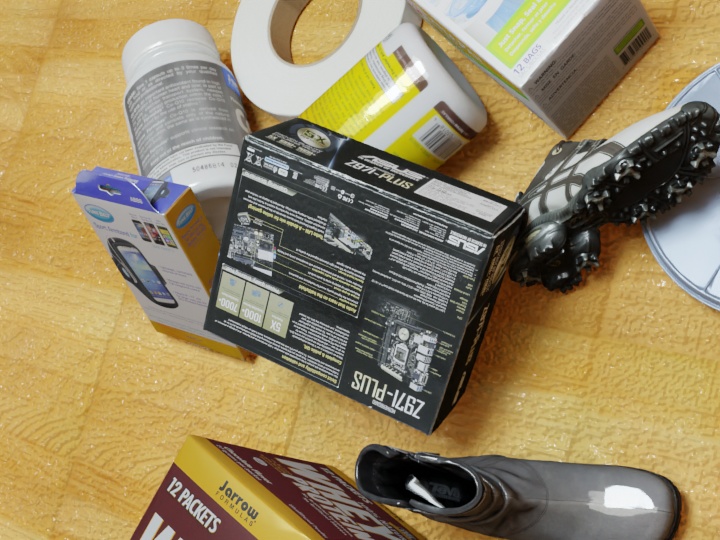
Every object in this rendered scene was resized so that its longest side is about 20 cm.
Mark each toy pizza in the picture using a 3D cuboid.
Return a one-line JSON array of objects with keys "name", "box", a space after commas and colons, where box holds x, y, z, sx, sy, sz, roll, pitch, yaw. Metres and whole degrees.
[{"name": "toy pizza", "box": [0.291, -0.062, 0.698, 0.199, 0.032, 0.202, -10, 71, 30]}]

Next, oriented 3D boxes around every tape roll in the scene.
[{"name": "tape roll", "box": [-0.034, -0.234, 0.957, 0.201, 0.037, 0.205, -11, 69, 30]}]

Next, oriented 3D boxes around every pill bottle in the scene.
[{"name": "pill bottle", "box": [-0.160, -0.130, 0.957, 0.113, 0.114, 0.201, -30, 61, 21]}, {"name": "pill bottle", "box": [0.000, -0.103, 0.848, 0.200, 0.109, 0.110, -39, 58, 16]}]

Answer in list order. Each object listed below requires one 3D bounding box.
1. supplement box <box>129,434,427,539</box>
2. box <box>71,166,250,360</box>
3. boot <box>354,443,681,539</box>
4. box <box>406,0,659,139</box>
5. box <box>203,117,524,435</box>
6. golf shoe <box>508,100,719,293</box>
[{"name": "supplement box", "box": [-0.072, 0.250, 0.728, 0.132, 0.197, 0.201, 31, 91, 35]}, {"name": "box", "box": [-0.168, -0.013, 0.880, 0.118, 0.201, 0.042, 14, 50, 35]}, {"name": "boot", "box": [0.104, 0.156, 0.686, 0.198, 0.131, 0.071, -6, 71, 31]}, {"name": "box", "box": [0.120, -0.218, 0.814, 0.113, 0.101, 0.200, -47, 56, 10]}, {"name": "box", "box": [0.000, 0.000, 0.760, 0.198, 0.086, 0.165, 22, 114, 16]}, {"name": "golf shoe", "box": [0.168, -0.070, 0.722, 0.200, 0.077, 0.095, -43, 41, 43]}]
